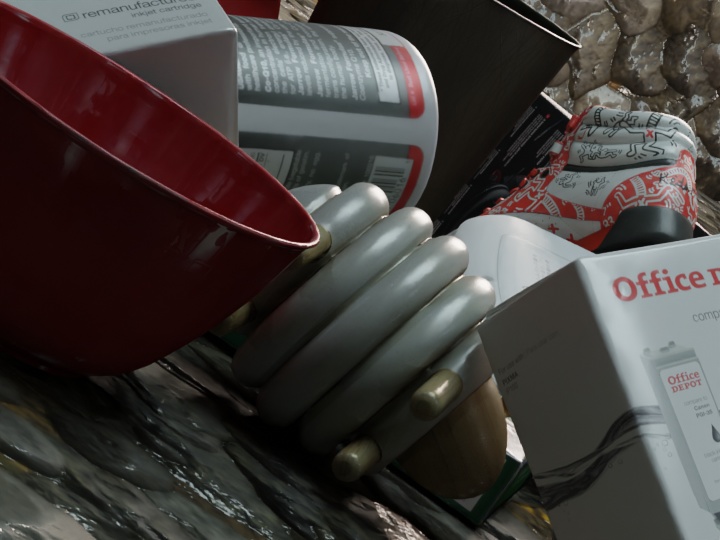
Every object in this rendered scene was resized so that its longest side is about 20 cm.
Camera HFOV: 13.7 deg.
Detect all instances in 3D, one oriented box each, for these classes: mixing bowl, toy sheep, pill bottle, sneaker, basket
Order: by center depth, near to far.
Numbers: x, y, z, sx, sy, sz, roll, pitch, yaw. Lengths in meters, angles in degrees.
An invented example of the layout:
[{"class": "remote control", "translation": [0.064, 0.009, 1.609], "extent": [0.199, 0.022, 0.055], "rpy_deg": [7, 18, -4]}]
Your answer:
[{"class": "mixing bowl", "translation": [-0.128, -0.024, 1.283], "extent": [0.200, 0.108, 0.200], "rpy_deg": [32, 10, -6]}, {"class": "toy sheep", "translation": [-0.003, 0.024, 1.401], "extent": [0.200, 0.138, 0.138], "rpy_deg": [53, 11, 2]}, {"class": "pill bottle", "translation": [-0.069, -0.081, 1.612], "extent": [0.200, 0.114, 0.114], "rpy_deg": [3, 26, -33]}, {"class": "basket", "translation": [0.013, -0.095, 1.818], "extent": [0.180, 0.200, 0.136], "rpy_deg": [24, 13, -50]}, {"class": "sneaker", "translation": [0.115, -0.036, 1.826], "extent": [0.067, 0.201, 0.108], "rpy_deg": [43, 45, -41]}]

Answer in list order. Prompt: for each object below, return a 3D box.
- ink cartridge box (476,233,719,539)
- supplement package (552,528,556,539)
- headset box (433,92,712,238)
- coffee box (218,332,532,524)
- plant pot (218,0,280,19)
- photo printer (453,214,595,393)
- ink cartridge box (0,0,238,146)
[{"class": "ink cartridge box", "translation": [0.158, 0.088, 1.354], "extent": [0.146, 0.083, 0.200], "rpy_deg": [-9, 72, -37]}, {"class": "supplement package", "translation": [0.209, 0.139, 1.477], "extent": [0.200, 0.120, 0.121], "rpy_deg": [36, -9, 10]}, {"class": "headset box", "translation": [0.121, -0.015, 1.925], "extent": [0.075, 0.149, 0.200], "rpy_deg": [35, 7, -36]}, {"class": "coffee box", "translation": [0.002, 0.050, 1.537], "extent": [0.200, 0.044, 0.123], "rpy_deg": [36, 10, 9]}, {"class": "plant pot", "translation": [-0.138, -0.168, 1.748], "extent": [0.200, 0.183, 0.200], "rpy_deg": [31, 11, -7]}, {"class": "photo printer", "translation": [0.128, 0.058, 1.694], "extent": [0.200, 0.069, 0.166], "rpy_deg": [24, 34, -21]}, {"class": "ink cartridge box", "translation": [-0.160, -0.122, 1.464], "extent": [0.146, 0.084, 0.200], "rpy_deg": [-13, 40, -19]}]
